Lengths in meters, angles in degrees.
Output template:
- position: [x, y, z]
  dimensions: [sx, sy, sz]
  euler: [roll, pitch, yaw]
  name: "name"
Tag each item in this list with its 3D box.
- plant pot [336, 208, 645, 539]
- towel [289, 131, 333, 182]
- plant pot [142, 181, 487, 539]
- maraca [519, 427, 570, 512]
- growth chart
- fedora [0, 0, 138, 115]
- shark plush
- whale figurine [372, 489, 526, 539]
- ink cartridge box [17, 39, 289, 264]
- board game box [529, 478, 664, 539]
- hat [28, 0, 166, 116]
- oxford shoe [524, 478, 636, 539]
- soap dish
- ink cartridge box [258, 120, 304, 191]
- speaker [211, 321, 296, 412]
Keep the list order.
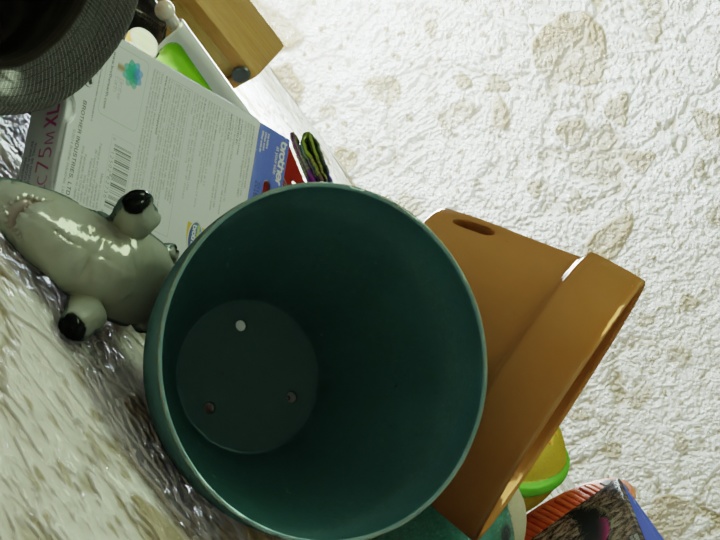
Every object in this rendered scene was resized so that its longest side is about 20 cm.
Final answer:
- position: [0.073, 0.054, 1.210]
  dimensions: [0.140, 0.201, 0.200]
  euler: [33, 3, 9]
  name: "plant pot"
- position: [0.000, 0.000, 1.426]
  dimensions: [0.144, 0.023, 0.201]
  euler: [67, -1, -51]
  name: "towel"
- position: [-0.044, 0.059, 1.095]
  dimensions: [0.201, 0.200, 0.135]
  euler: [54, -24, -9]
  name: "plant pot"
- position: [0.099, 0.131, 1.482]
  dimensions: [0.136, 0.108, 0.200]
  euler: [15, 20, 1]
  name: "maraca"
- position: [-0.130, -0.064, 1.228]
  dimensions: [0.145, 0.018, 0.201]
  euler: [45, 54, -41]
  name: "growth chart"
- position: [-0.234, -0.185, 1.080]
  dimensions: [0.200, 0.177, 0.090]
  euler: [38, -16, -26]
  name: "fedora"
- position: [-0.147, -0.012, 1.105]
  dimensions: [0.083, 0.091, 0.200]
  euler: [24, 4, 21]
  name: "shark plush"
- position: [0.037, 0.147, 1.334]
  dimensions: [0.104, 0.158, 0.201]
  euler: [-34, 115, -45]
  name: "whale figurine"
- position: [-0.127, -0.064, 1.184]
  dimensions: [0.200, 0.042, 0.120]
  euler: [26, 67, -46]
  name: "ink cartridge box"
- position: [0.110, 0.237, 1.124]
  dimensions: [0.097, 0.200, 0.159]
  euler: [53, 5, -5]
  name: "board game box"
- position: [-0.184, -0.167, 1.264]
  dimensions: [0.200, 0.081, 0.201]
  euler: [31, 25, -16]
  name: "hat"
- position: [0.140, 0.240, 1.423]
  dimensions: [0.073, 0.200, 0.071]
  euler: [55, -13, -29]
  name: "oxford shoe"
- position: [-0.181, -0.211, 1.555]
  dimensions: [0.200, 0.157, 0.082]
  euler: [50, 24, -36]
  name: "soap dish"
- position: [-0.094, -0.060, 1.495]
  dimensions: [0.200, 0.057, 0.163]
  euler: [42, -21, 56]
  name: "ink cartridge box"
- position: [-0.070, 0.052, 1.297]
  dimensions: [0.081, 0.081, 0.200]
  euler: [52, 7, -24]
  name: "speaker"
